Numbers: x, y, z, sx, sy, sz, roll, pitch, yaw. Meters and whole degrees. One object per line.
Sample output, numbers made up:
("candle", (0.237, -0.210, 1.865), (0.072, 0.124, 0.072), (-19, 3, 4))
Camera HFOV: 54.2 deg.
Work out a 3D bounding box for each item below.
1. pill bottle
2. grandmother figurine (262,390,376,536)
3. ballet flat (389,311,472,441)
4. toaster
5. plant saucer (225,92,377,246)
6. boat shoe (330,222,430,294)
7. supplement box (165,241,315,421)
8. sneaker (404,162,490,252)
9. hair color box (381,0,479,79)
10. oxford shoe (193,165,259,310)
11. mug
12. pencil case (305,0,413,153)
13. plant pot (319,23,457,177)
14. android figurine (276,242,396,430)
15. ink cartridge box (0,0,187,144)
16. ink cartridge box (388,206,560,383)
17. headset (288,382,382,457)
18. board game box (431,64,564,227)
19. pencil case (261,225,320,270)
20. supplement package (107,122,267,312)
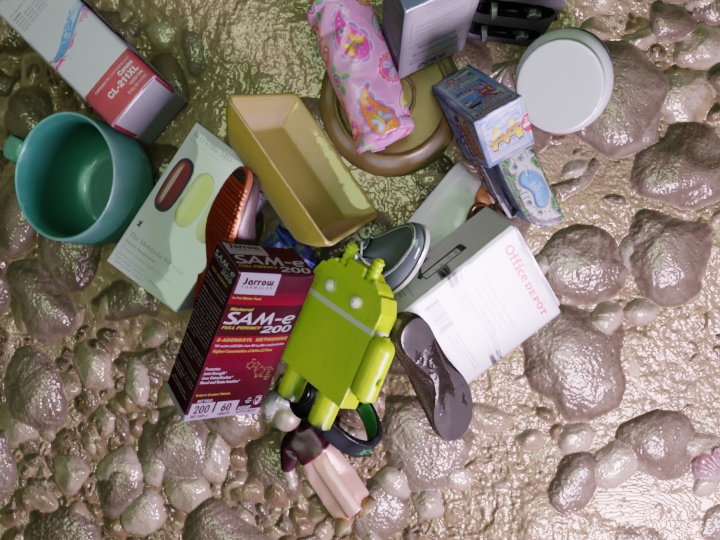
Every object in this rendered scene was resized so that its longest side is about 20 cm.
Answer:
("pill bottle", (0.242, -0.226, 0.831), (0.110, 0.200, 0.117), (6, 110, 17))
("grandmother figurine", (-0.058, 0.242, 0.932), (0.120, 0.061, 0.202), (-38, 93, -6))
("ballet flat", (0.082, 0.126, 0.840), (0.067, 0.046, 0.202), (-42, 124, -18))
("toaster", (0.185, -0.393, 0.850), (0.115, 0.181, 0.207), (2, 92, 2))
("plant saucer", (-0.076, -0.120, 0.867), (0.048, 0.200, 0.202), (-35, 91, 23))
("boat shoe", (0.000, 0.000, 0.862), (0.198, 0.061, 0.075), (-34, 50, 34))
("supplement box", (-0.139, 0.072, 0.805), (0.061, 0.107, 0.204), (43, 119, 39))
("sneaker", (0.094, -0.039, 0.913), (0.084, 0.073, 0.201), (41, 90, 3))
("hair color box", (0.079, -0.301, 0.818), (0.097, 0.200, 0.062), (-24, 85, -1))
("oxford shoe", (-0.144, -0.023, 0.829), (0.071, 0.071, 0.205), (3, 116, -34))
("mug", (-0.347, -0.124, 0.895), (0.150, 0.114, 0.188), (-35, 78, 13))
("pencil case", (-0.002, -0.254, 0.882), (0.085, 0.087, 0.205), (-22, 90, 2))
("plant pot", (0.041, -0.229, 0.934), (0.193, 0.027, 0.207), (0, 92, 2))
("android figurine", (-0.029, 0.071, 0.810), (0.181, 0.041, 0.204), (32, 102, 39))
("ink cartridge box", (-0.330, -0.266, 0.881), (0.200, 0.146, 0.083), (44, 92, 0))
("ink cartridge box", (0.130, 0.044, 0.886), (0.198, 0.084, 0.147), (-37, 116, 0))
("headset", (-0.055, 0.158, 0.906), (0.094, 0.123, 0.201), (-43, 77, 19))
("board game box", (0.163, -0.143, 0.831), (0.060, 0.200, 0.204), (-27, 101, 5))
("pencil case", (-0.140, 0.037, 0.915), (0.078, 0.087, 0.201), (41, 91, 24))
("supplement package", (-0.210, -0.066, 0.901), (0.112, 0.110, 0.203), (34, 92, 0))
